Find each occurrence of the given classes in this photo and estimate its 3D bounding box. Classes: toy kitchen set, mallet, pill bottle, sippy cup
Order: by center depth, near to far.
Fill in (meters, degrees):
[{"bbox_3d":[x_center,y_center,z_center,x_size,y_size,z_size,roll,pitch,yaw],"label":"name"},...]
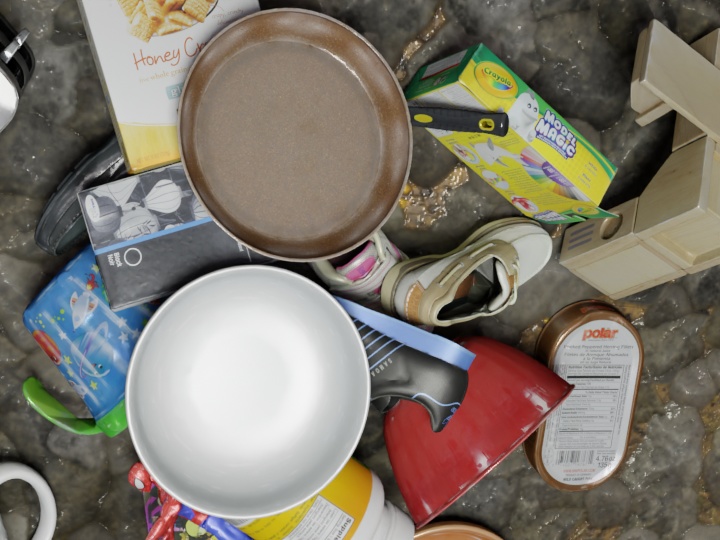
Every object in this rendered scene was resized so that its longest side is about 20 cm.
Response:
[{"bbox_3d":[0.032,-0.124,0.905,0.197,0.041,0.067,18,113,26],"label":"mallet"},{"bbox_3d":[-0.219,0.051,0.922,0.130,0.139,0.178,45,68,-11],"label":"sippy cup"},{"bbox_3d":[-0.048,0.210,0.971,0.199,0.111,0.112,38,97,-19],"label":"pill bottle"},{"bbox_3d":[0.262,-0.117,0.995,0.162,0.180,0.203,30,60,-22],"label":"toy kitchen set"}]

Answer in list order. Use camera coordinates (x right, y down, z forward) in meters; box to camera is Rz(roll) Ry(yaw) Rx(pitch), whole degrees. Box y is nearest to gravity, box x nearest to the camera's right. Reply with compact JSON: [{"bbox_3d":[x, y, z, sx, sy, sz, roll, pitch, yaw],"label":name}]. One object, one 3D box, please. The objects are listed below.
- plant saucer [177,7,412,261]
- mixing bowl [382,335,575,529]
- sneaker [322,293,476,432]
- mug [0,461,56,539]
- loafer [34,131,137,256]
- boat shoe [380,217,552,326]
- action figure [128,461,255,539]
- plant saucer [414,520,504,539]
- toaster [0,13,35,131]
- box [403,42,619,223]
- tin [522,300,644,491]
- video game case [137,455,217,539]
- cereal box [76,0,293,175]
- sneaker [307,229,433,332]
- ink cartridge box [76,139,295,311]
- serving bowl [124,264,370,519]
[{"bbox_3d":[-0.053,-0.108,0.854,0.196,0.032,0.205,2,86,-19],"label":"plant saucer"},{"bbox_3d":[0.093,0.135,0.994,0.200,0.200,0.109,-42,80,3],"label":"mixing bowl"},{"bbox_3d":[-0.002,0.072,0.913,0.197,0.070,0.079,20,85,17],"label":"sneaker"},{"bbox_3d":[-0.366,0.255,0.953,0.199,0.146,0.178,-32,123,-33],"label":"mug"},{"bbox_3d":[-0.197,-0.082,0.907,0.070,0.068,0.201,45,91,-1],"label":"loafer"},{"bbox_3d":[0.114,0.009,0.968,0.198,0.068,0.076,-23,123,-33],"label":"boat shoe"},{"bbox_3d":[-0.150,0.257,0.987,0.199,0.065,0.099,41,85,-19],"label":"action figure"},{"bbox_3d":[0.083,0.353,1.123,0.196,0.038,0.204,-4,108,-11],"label":"plant saucer"},{"bbox_3d":[-0.346,-0.128,0.805,0.200,0.181,0.119,-44,112,4],"label":"toaster"},{"bbox_3d":[0.140,-0.112,0.944,0.199,0.117,0.049,40,74,-20],"label":"box"},{"bbox_3d":[0.230,0.132,1.085,0.110,0.042,0.204,0,107,-16],"label":"tin"},{"bbox_3d":[-0.122,0.229,1.041,0.177,0.036,0.204,-6,108,-9],"label":"video game case"},{"bbox_3d":[-0.150,-0.195,0.862,0.142,0.039,0.204,-18,95,-17],"label":"cereal box"},{"bbox_3d":[0.000,0.000,0.967,0.081,0.088,0.200,-44,111,4],"label":"sneaker"},{"bbox_3d":[-0.124,-0.043,0.869,0.197,0.039,0.101,-18,90,-13],"label":"ink cartridge box"},{"bbox_3d":[-0.094,0.094,0.859,0.196,0.066,0.205,-2,95,-17],"label":"serving bowl"}]
